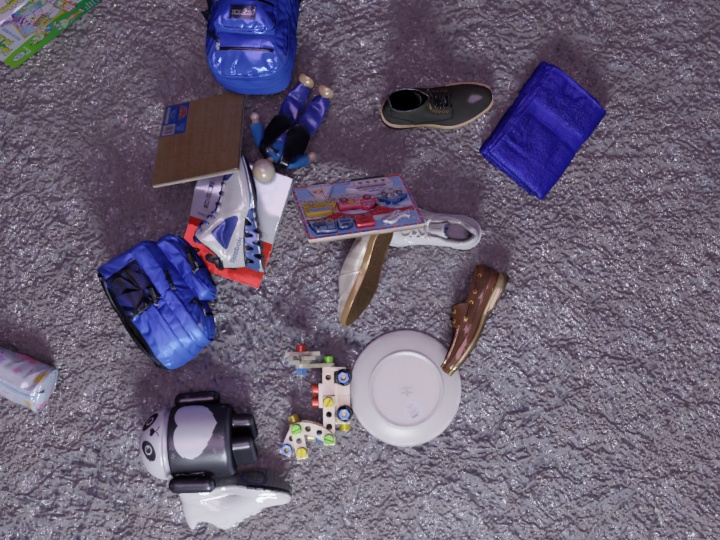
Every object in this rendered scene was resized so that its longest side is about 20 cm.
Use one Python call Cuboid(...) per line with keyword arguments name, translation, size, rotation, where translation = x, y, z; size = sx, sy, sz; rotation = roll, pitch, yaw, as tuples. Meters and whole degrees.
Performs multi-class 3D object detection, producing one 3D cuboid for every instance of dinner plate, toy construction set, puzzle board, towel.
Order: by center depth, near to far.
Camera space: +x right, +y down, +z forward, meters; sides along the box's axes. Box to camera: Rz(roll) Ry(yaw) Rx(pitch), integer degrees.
Cuboid(name="puzzle board", translation=(-0.006, -0.109, 1.638), size=(0.197, 0.152, 0.018), rotation=(-8, 131, -12))
Cuboid(name="puzzle board", translation=(-0.269, -0.222, 1.649), size=(0.148, 0.018, 0.202), rotation=(-10, 48, 9))
Cuboid(name="toy construction set", translation=(-0.078, 0.221, 1.680), size=(0.129, 0.092, 0.203), rotation=(-1, 100, 0))
Cuboid(name="towel", translation=(0.317, -0.244, 1.697), size=(0.147, 0.050, 0.201), rotation=(36, 90, 1))
Cuboid(name="dinner plate", translation=(0.079, 0.207, 1.708), size=(0.197, 0.024, 0.204), rotation=(0, 91, 0))

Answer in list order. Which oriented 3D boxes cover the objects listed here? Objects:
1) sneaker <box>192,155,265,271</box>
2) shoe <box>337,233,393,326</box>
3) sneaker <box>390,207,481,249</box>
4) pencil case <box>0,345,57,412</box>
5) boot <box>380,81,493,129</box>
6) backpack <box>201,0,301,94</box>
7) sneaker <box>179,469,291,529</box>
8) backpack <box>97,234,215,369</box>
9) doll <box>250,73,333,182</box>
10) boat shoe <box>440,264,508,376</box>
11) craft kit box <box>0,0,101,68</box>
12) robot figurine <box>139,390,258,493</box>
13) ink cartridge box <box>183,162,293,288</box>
Cuboid(name="sneaker", translation=(-0.228, -0.091, 1.640), size=(0.113, 0.081, 0.203), rotation=(-7, 94, -1))
Cuboid(name="shoe", translation=(0.000, 0.000, 1.679), size=(0.053, 0.070, 0.202), rotation=(32, 112, 28))
Cuboid(name="sneaker", translation=(0.112, -0.076, 1.678), size=(0.196, 0.087, 0.076), rotation=(2, 92, 1))
Cuboid(name="pencil case", translation=(-0.621, 0.170, 1.677), size=(0.197, 0.091, 0.084), rotation=(23, 89, 0))
Cuboid(name="boot", translation=(0.135, -0.283, 1.654), size=(0.197, 0.138, 0.079), rotation=(-14, 89, -1))
Cuboid(name="backpack", translation=(-0.190, -0.406, 1.640), size=(0.160, 0.168, 0.204), rotation=(3, 83, 7))
Cuboid(name="sneaker", translation=(-0.213, 0.396, 1.685), size=(0.197, 0.075, 0.089), rotation=(-4, 102, 6))
Cuboid(name="backpack", translation=(-0.321, 0.053, 1.632), size=(0.166, 0.163, 0.202), rotation=(-31, 88, 1))
Cuboid(name="doll", translation=(-0.128, -0.238, 1.680), size=(0.135, 0.048, 0.202), rotation=(29, 76, 1))
Cuboid(name="boat shoe", translation=(0.184, 0.084, 1.688), size=(0.067, 0.072, 0.202), rotation=(27, 84, 6))
Cuboid(name="craft kit box", translation=(-0.543, -0.429, 1.627), size=(0.196, 0.200, 0.049), rotation=(-35, 91, 0))
Cuboid(name="robot figurine", translation=(-0.274, 0.289, 1.656), size=(0.196, 0.150, 0.127), rotation=(-3, 106, 0))
Cuboid(name="ink cartridge box", translation=(-0.220, -0.090, 1.698), size=(0.158, 0.047, 0.203), rotation=(18, 87, 0))
